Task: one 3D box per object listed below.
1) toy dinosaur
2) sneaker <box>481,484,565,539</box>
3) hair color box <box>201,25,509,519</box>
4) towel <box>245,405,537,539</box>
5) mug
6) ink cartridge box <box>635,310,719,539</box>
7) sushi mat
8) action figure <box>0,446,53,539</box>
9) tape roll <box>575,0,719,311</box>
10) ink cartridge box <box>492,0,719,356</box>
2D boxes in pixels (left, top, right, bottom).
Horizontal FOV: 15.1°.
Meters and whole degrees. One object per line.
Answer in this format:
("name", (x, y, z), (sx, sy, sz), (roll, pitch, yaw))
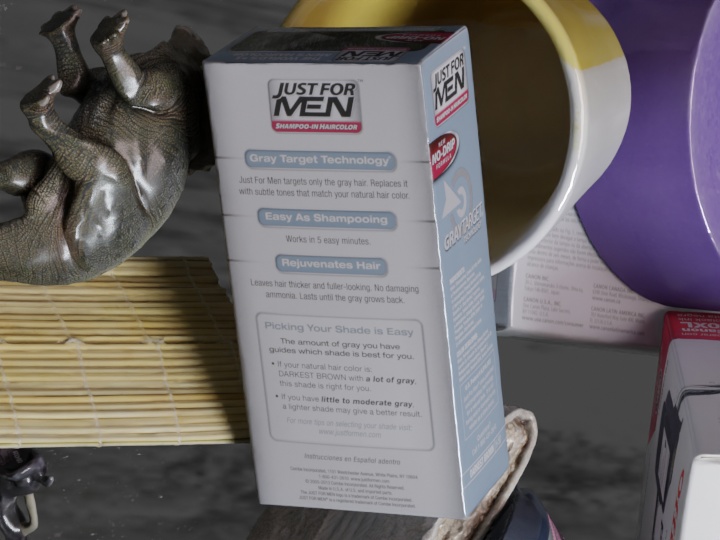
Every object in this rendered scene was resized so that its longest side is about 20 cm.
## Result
("toy dinosaur", (-0.108, -0.044, 1.139), (0.102, 0.077, 0.200), (50, 57, -29))
("sneaker", (0.084, 0.149, 1.278), (0.082, 0.200, 0.070), (35, 88, 5))
("hair color box", (0.000, 0.000, 1.148), (0.061, 0.099, 0.200), (-43, 130, -59))
("towel", (-0.013, 0.138, 1.232), (0.034, 0.133, 0.200), (45, 67, -30))
("mug", (0.062, -0.091, 1.229), (0.187, 0.149, 0.153), (-58, 166, 19))
("ink cartridge box", (0.182, 0.121, 1.304), (0.084, 0.200, 0.145), (5, 108, 1))
("sushi mat", (-0.126, 0.033, 1.156), (0.200, 0.012, 0.096), (2, 54, -42))
("action figure", (-0.130, 0.163, 1.157), (0.119, 0.102, 0.200), (-41, 107, -31))
("tape roll", (0.198, -0.078, 1.359), (0.200, 0.085, 0.200), (-3, 95, -42))
("ink cartridge box", (0.127, -0.060, 1.383), (0.163, 0.057, 0.200), (8, 83, -42))
